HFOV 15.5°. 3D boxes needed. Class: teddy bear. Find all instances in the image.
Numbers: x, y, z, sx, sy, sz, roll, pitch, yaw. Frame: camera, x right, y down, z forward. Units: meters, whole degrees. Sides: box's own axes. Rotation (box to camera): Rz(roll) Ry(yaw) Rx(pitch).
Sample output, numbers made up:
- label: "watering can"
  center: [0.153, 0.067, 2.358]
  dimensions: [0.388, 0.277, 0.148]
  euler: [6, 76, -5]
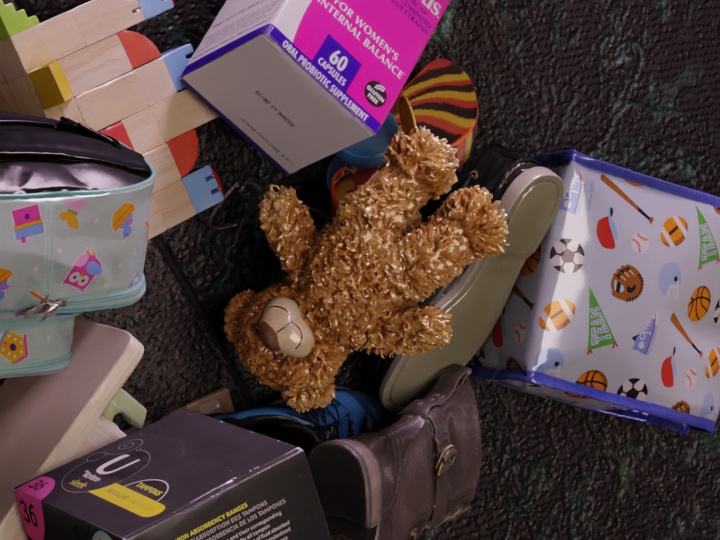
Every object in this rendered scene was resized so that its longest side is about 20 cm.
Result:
- label: "teddy bear"
  center: [0.000, 0.000, 1.691]
  dimensions: [0.200, 0.067, 0.145]
  euler: [-24, 100, 5]

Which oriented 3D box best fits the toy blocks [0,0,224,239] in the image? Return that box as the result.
- label: "toy blocks"
  center: [-0.153, -0.097, 1.685]
  dimensions: [0.137, 0.100, 0.200]
  euler: [-29, 100, -38]

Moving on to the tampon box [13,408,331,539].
- label: "tampon box"
  center: [-0.094, 0.204, 1.553]
  dimensions: [0.126, 0.150, 0.200]
  euler: [-25, 109, -27]

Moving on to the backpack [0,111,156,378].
- label: "backpack"
  center: [-0.221, -0.018, 1.532]
  dimensions: [0.200, 0.176, 0.153]
  euler: [-13, 111, -31]

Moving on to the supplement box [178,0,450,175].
- label: "supplement box"
  center: [-0.013, -0.176, 1.710]
  dimensions: [0.101, 0.103, 0.200]
  euler: [41, 55, -21]

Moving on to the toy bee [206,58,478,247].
- label: "toy bee"
  center: [0.016, -0.050, 1.771]
  dimensions: [0.200, 0.109, 0.131]
  euler: [-43, 157, -3]

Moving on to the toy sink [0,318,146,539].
- label: "toy sink"
  center: [-0.185, 0.144, 1.655]
  dimensions: [0.112, 0.130, 0.200]
  euler: [42, 74, -27]

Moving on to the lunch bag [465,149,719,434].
- label: "lunch bag"
  center: [0.184, 0.018, 1.867]
  dimensions: [0.200, 0.124, 0.170]
  euler: [13, 86, -28]

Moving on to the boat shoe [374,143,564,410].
- label: "boat shoe"
  center: [0.059, 0.001, 1.795]
  dimensions: [0.074, 0.066, 0.199]
  euler: [4, 122, -49]

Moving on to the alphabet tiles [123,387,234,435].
- label: "alphabet tiles"
  center: [-0.124, 0.179, 1.772]
  dimensions: [0.200, 0.008, 0.167]
  euler: [-22, 106, -26]

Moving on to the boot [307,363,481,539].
- label: "boot"
  center: [0.026, 0.174, 1.767]
  dimensions: [0.174, 0.069, 0.200]
  euler: [-19, 121, -56]

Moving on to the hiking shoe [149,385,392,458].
- label: "hiking shoe"
  center: [-0.044, 0.120, 1.750]
  dimensions: [0.200, 0.087, 0.074]
  euler: [-10, 98, -42]
